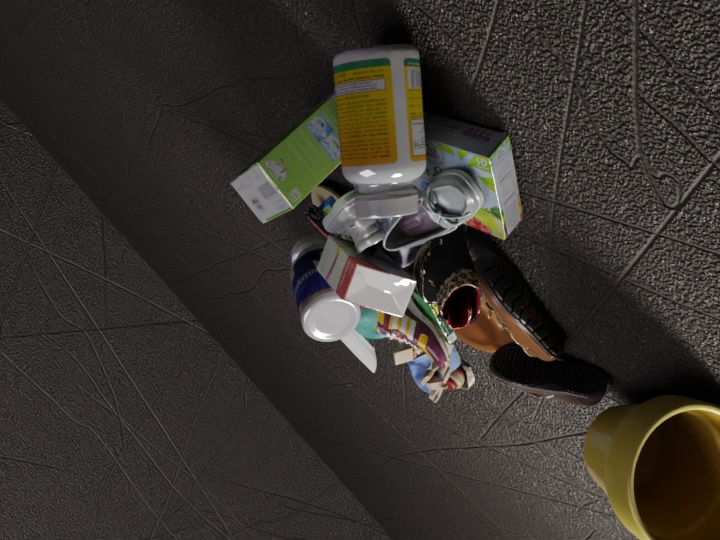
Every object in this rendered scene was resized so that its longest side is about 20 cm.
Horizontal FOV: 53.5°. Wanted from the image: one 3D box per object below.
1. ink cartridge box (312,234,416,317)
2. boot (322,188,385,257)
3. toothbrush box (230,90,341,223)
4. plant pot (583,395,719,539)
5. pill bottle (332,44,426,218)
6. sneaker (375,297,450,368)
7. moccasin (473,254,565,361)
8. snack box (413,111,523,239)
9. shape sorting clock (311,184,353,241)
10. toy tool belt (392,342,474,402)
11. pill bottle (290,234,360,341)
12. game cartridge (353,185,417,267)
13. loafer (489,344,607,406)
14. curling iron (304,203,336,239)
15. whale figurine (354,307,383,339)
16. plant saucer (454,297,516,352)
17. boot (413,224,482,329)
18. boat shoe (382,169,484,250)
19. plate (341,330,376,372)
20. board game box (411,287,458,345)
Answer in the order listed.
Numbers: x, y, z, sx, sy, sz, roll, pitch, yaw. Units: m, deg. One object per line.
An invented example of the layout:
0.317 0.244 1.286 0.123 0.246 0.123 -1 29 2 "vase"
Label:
0.000 0.000 1.208 0.114 0.069 0.200 16 -168 -24 "ink cartridge box"
-0.008 -0.061 1.164 0.097 0.072 0.200 62 172 4 "boot"
-0.086 -0.176 1.083 0.086 0.200 0.145 48 157 -14 "toothbrush box"
0.415 0.271 1.005 0.201 0.201 0.189 47 173 -6 "plant pot"
0.027 -0.173 0.906 0.112 0.111 0.206 9 107 54 "pill bottle"
0.077 0.106 1.271 0.201 0.089 0.075 52 172 23 "sneaker"
0.234 0.059 1.103 0.201 0.074 0.077 43 151 -20 "moccasin"
0.122 -0.138 0.981 0.198 0.053 0.144 26 150 40 "snack box"
-0.025 -0.077 1.351 0.199 0.039 0.201 43 163 16 "shape sorting clock"
0.135 0.193 1.419 0.124 0.123 0.202 17 145 48 "toy tool belt"
-0.074 0.028 1.372 0.202 0.113 0.117 -110 -3 -48 "pill bottle"
0.040 -0.092 1.152 0.134 0.041 0.201 57 173 31 "game cartridge"
0.300 0.181 1.157 0.197 0.074 0.072 16 150 35 "loafer"
-0.035 -0.044 1.335 0.201 0.026 0.049 50 166 -7 "curling iron"
0.009 0.073 1.452 0.161 0.103 0.199 56 167 -16 "whale figurine"
0.189 0.071 1.233 0.199 0.037 0.202 37 156 19 "plant saucer"
0.131 0.022 1.083 0.071 0.153 0.202 2 138 -11 "boot"
0.095 -0.075 0.973 0.075 0.065 0.201 48 152 -11 "boat shoe"
-0.029 0.090 1.513 0.201 0.032 0.202 51 -165 -42 "plate"
0.102 0.054 1.309 0.200 0.023 0.106 40 160 57 "board game box"
